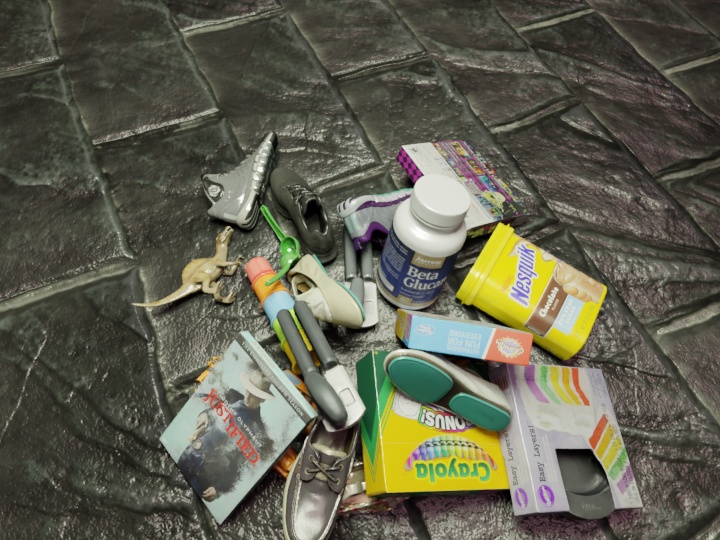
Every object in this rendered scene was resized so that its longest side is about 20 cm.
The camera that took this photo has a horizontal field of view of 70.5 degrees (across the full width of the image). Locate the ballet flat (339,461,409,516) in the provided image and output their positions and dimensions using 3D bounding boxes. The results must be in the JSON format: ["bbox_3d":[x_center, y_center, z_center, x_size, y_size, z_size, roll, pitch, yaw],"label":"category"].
[{"bbox_3d":[0.003,0.283,0.664,0.198,0.064,0.076,-14,69,-14],"label":"ballet flat"}]

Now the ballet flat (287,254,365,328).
[{"bbox_3d":[-0.061,0.038,0.759,0.069,0.070,0.200,-22,30,-17],"label":"ballet flat"}]

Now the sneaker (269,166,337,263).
[{"bbox_3d":[-0.095,-0.111,0.862,0.075,0.091,0.201,-27,65,-18],"label":"sneaker"}]

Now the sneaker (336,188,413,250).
[{"bbox_3d":[0.047,-0.084,0.865,0.199,0.074,0.089,-14,85,-40],"label":"sneaker"}]

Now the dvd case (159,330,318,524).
[{"bbox_3d":[-0.162,0.200,0.651,0.146,0.022,0.200,45,104,18],"label":"dvd case"}]

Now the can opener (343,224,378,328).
[{"bbox_3d":[0.000,0.000,0.827,0.052,0.067,0.202,2,55,-6],"label":"can opener"}]

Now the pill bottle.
[{"bbox_3d":[0.094,-0.041,0.769,0.110,0.201,0.112,6,49,-8],"label":"pill bottle"}]

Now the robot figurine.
[{"bbox_3d":[-0.142,0.182,0.708,0.199,0.058,0.145,36,61,14],"label":"robot figurine"}]

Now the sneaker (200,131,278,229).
[{"bbox_3d":[-0.218,-0.173,0.894,0.114,0.075,0.202,11,61,3],"label":"sneaker"}]

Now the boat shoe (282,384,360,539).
[{"bbox_3d":[-0.043,0.229,0.618,0.071,0.065,0.201,19,51,0],"label":"boat shoe"}]

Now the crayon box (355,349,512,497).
[{"bbox_3d":[0.098,0.206,0.683,0.198,0.058,0.174,10,56,-26],"label":"crayon box"}]

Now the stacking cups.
[{"bbox_3d":[-0.121,0.058,0.769,0.060,0.061,0.201,-26,59,-19],"label":"stacking cups"}]

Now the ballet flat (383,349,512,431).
[{"bbox_3d":[0.111,0.142,0.658,0.199,0.069,0.070,30,58,-17],"label":"ballet flat"}]

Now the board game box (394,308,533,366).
[{"bbox_3d":[0.131,0.088,0.712,0.151,0.200,0.041,9,88,0],"label":"board game box"}]

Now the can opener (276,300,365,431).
[{"bbox_3d":[-0.057,0.110,0.645,0.053,0.067,0.201,-26,52,-10],"label":"can opener"}]

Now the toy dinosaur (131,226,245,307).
[{"bbox_3d":[-0.248,0.016,0.805,0.100,0.059,0.200,21,52,23],"label":"toy dinosaur"}]

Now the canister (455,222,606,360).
[{"bbox_3d":[0.275,0.033,0.822,0.199,0.087,0.149,32,63,10],"label":"canister"}]

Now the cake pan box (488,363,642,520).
[{"bbox_3d":[0.278,0.233,0.701,0.182,0.052,0.202,8,59,-19],"label":"cake pan box"}]

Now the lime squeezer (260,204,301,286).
[{"bbox_3d":[-0.124,-0.032,0.819,0.037,0.071,0.201,-30,40,14],"label":"lime squeezer"}]

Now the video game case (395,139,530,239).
[{"bbox_3d":[0.184,-0.151,0.913,0.180,0.036,0.201,-16,62,-37],"label":"video game case"}]
